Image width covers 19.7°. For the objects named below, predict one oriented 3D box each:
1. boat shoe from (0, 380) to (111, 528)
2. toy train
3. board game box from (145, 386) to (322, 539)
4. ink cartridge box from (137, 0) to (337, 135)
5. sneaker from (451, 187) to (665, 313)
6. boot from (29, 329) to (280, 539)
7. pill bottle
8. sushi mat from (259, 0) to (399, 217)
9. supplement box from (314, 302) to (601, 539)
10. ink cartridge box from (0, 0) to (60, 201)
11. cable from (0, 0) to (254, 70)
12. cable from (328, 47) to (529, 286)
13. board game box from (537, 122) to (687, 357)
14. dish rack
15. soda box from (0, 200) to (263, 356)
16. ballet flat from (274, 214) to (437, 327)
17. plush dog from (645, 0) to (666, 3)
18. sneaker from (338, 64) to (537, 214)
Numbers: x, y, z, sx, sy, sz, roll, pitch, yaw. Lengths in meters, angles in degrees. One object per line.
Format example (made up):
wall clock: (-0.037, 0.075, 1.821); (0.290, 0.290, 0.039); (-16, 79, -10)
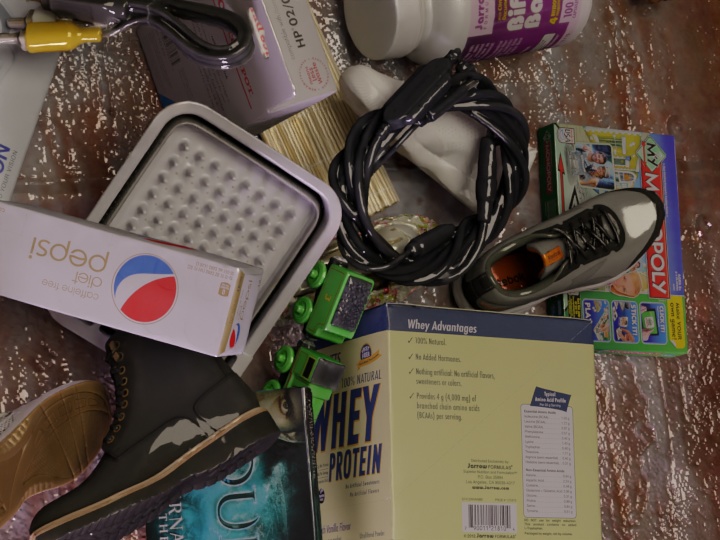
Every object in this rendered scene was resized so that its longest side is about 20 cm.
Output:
boat shoe: (-0.260, 0.134, 1.510); (0.200, 0.069, 0.071); (-36, 120, -50)
toy train: (-0.043, 0.086, 1.613); (0.042, 0.056, 0.201); (18, 94, -39)
board game box: (-0.096, 0.194, 1.569); (0.135, 0.028, 0.201); (-7, 81, 11)
ink cartridge box: (-0.088, -0.168, 1.593); (0.068, 0.200, 0.116); (-19, 90, -31)
sneaker: (0.176, -0.014, 1.755); (0.200, 0.079, 0.074); (-26, 84, -16)
boot: (-0.178, 0.114, 1.524); (0.200, 0.078, 0.139); (-27, 75, -26)
pill bottle: (0.090, -0.233, 1.760); (0.199, 0.112, 0.113); (-14, 87, -31)
sushi mat: (-0.044, -0.129, 1.719); (0.095, 0.012, 0.201); (-26, 93, -32)
supplement box: (0.074, 0.140, 1.660); (0.199, 0.134, 0.201); (5, 77, -29)
ink cartridge box: (-0.332, -0.148, 1.543); (0.199, 0.041, 0.200); (24, 69, -24)
cable: (-0.167, -0.189, 1.542); (0.199, 0.050, 0.097); (12, 52, 10)
cable: (0.055, -0.069, 1.669); (0.200, 0.051, 0.163); (-50, 127, -22)
board game box: (0.224, -0.026, 1.842); (0.134, 0.029, 0.201); (3, 78, -28)
dish rack: (-0.129, -0.017, 1.590); (0.171, 0.044, 0.200); (32, 98, -19)
soda box: (-0.176, 0.005, 1.505); (0.199, 0.064, 0.068); (15, 93, 13)
ballet flat: (0.000, 0.000, 1.688); (0.199, 0.064, 0.076); (-22, 89, -32)
plush dog: (0.260, -0.340, 1.874); (0.172, 0.160, 0.201); (19, 69, -50)
sneaker: (0.067, -0.126, 1.728); (0.200, 0.075, 0.089); (37, 92, -34)
